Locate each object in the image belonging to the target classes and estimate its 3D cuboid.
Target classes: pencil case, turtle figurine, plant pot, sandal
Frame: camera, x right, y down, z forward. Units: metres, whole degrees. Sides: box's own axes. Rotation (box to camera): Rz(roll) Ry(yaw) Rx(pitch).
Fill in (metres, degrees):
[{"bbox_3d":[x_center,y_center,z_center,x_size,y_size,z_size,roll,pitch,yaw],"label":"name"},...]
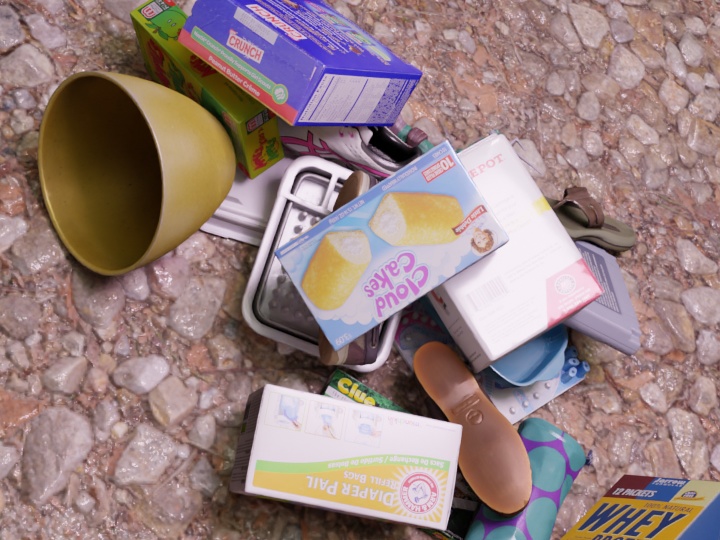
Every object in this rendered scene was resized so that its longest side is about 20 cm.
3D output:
[{"bbox_3d":[0.167,0.254,1.275,0.085,0.093,0.200,12,51,28],"label":"pencil case"},{"bbox_3d":[0.108,-0.125,1.441,0.199,0.101,0.150,26,19,6],"label":"turtle figurine"},{"bbox_3d":[-0.213,-0.106,1.253,0.142,0.200,0.201,-16,70,-48],"label":"plant pot"},{"bbox_3d":[0.266,-0.073,1.478,0.200,0.057,0.080,10,34,-42],"label":"sandal"}]

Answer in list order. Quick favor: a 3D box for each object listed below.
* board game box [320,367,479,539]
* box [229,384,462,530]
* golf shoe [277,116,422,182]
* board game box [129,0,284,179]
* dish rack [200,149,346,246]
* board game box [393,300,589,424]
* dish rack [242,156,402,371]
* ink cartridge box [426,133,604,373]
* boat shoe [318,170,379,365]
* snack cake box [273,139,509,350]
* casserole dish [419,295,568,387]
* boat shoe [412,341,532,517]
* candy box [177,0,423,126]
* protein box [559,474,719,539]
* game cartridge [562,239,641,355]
[{"bbox_3d":[0.036,0.195,1.287,0.199,0.023,0.105,32,56,-5],"label":"board game box"},{"bbox_3d":[-0.015,0.183,1.192,0.199,0.112,0.102,13,77,-11],"label":"box"},{"bbox_3d":[-0.020,-0.155,1.359,0.199,0.092,0.073,28,56,-7],"label":"golf shoe"},{"bbox_3d":[-0.165,-0.199,1.325,0.048,0.102,0.200,-37,64,-16],"label":"board game box"},{"bbox_3d":[-0.088,-0.105,1.382,0.199,0.044,0.173,17,57,-16],"label":"dish rack"},{"bbox_3d":[0.140,0.075,1.396,0.199,0.026,0.201,-26,76,-32],"label":"board game box"},{"bbox_3d":[-0.030,-0.005,1.322,0.171,0.044,0.201,22,75,-15],"label":"dish rack"},{"bbox_3d":[0.133,-0.018,1.278,0.145,0.083,0.201,-29,81,-13],"label":"ink cartridge box"},{"bbox_3d":[0.000,0.000,1.266,0.064,0.072,0.201,9,83,-22],"label":"boat shoe"},{"bbox_3d":[0.030,-0.022,1.192,0.199,0.067,0.115,-33,87,1],"label":"snack cake box"},{"bbox_3d":[0.142,0.049,1.372,0.200,0.039,0.121,47,55,5],"label":"casserole dish"},{"bbox_3d":[0.118,0.166,1.265,0.070,0.070,0.201,-24,62,-5],"label":"boat shoe"},{"bbox_3d":[-0.058,-0.221,1.269,0.169,0.077,0.200,39,23,23],"label":"candy box"},{"bbox_3d":[0.294,0.341,1.212,0.198,0.135,0.201,-34,106,-34],"label":"protein box"},{"bbox_3d":[0.249,0.011,1.421,0.133,0.042,0.200,23,28,-11],"label":"game cartridge"}]
